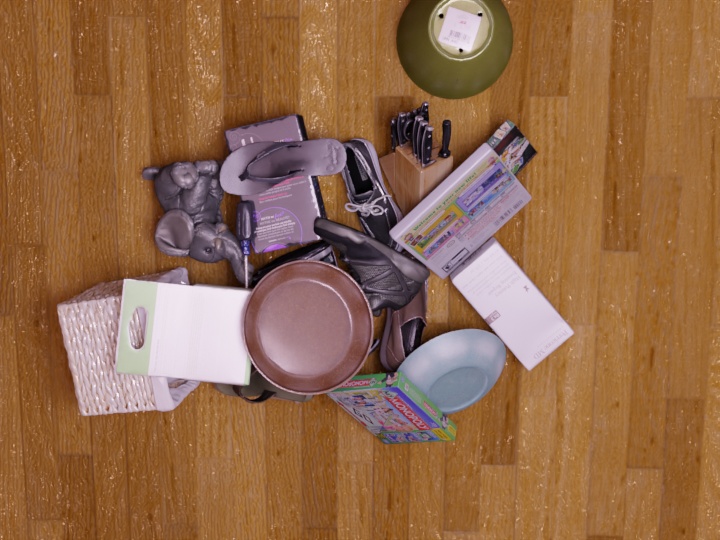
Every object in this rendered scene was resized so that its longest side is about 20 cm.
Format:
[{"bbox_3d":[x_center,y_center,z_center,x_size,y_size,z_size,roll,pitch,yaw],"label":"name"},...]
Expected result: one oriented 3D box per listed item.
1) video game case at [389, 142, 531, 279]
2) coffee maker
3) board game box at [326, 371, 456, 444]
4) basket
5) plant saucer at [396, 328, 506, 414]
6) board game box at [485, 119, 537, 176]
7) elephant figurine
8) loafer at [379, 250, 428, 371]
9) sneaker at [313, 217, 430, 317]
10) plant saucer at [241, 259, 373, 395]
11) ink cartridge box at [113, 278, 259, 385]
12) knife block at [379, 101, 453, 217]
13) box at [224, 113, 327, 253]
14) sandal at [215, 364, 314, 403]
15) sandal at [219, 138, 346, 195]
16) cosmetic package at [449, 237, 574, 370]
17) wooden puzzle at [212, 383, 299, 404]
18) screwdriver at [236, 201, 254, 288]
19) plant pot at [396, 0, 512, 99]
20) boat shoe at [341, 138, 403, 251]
[{"bbox_3d":[0.161,-0.088,1.417,0.200,0.182,0.022,-43,54,9],"label":"video game case"},{"bbox_3d":[-0.095,0.074,1.466,0.192,0.135,0.200,-25,97,8],"label":"coffee maker"},{"bbox_3d":[0.052,0.225,1.452,0.134,0.029,0.200,-9,142,32],"label":"board game box"},{"bbox_3d":[-0.362,0.115,1.458,0.160,0.198,0.201,-9,100,9],"label":"basket"},{"bbox_3d":[0.150,0.179,1.461,0.200,0.039,0.201,-11,134,-12],"label":"plant saucer"},{"bbox_3d":[0.190,-0.139,1.434,0.200,0.105,0.023,-47,57,7],"label":"board game box"},{"bbox_3d":[-0.261,-0.073,1.446,0.141,0.155,0.201,-5,94,-22],"label":"elephant figurine"},{"bbox_3d":[0.085,0.068,1.465,0.073,0.071,0.201,6,88,-34],"label":"loafer"},{"bbox_3d":[0.000,0.000,1.395,0.199,0.076,0.114,30,92,-17],"label":"sneaker"},{"bbox_3d":[-0.080,0.086,1.352,0.200,0.037,0.201,2,82,-16],"label":"plant saucer"},{"bbox_3d":[-0.258,0.091,1.351,0.199,0.048,0.146,6,93,-9],"label":"ink cartridge box"},{"bbox_3d":[0.105,-0.153,1.392,0.064,0.175,0.200,-27,98,-20],"label":"knife block"},{"bbox_3d":[-0.131,-0.140,1.445,0.122,0.106,0.201,-12,99,3],"label":"box"},{"bbox_3d":[-0.160,0.174,1.414,0.201,0.057,0.080,-2,114,38],"label":"sandal"},{"bbox_3d":[-0.121,-0.164,1.365,0.200,0.043,0.076,-14,98,3],"label":"sandal"},{"bbox_3d":[0.246,0.054,1.475,0.102,0.074,0.200,-42,94,9],"label":"cosmetic package"},{"bbox_3d":[-0.188,0.123,1.471,0.200,0.037,0.185,5,118,36],"label":"wooden puzzle"},{"bbox_3d":[-0.173,-0.007,1.389,0.029,0.028,0.201,-6,91,11],"label":"screwdriver"},{"bbox_3d":[0.146,-0.352,1.346,0.187,0.200,0.188,0,100,3],"label":"plant pot"},{"bbox_3d":[0.015,-0.114,1.451,0.073,0.068,0.200,-11,99,27],"label":"boat shoe"}]
